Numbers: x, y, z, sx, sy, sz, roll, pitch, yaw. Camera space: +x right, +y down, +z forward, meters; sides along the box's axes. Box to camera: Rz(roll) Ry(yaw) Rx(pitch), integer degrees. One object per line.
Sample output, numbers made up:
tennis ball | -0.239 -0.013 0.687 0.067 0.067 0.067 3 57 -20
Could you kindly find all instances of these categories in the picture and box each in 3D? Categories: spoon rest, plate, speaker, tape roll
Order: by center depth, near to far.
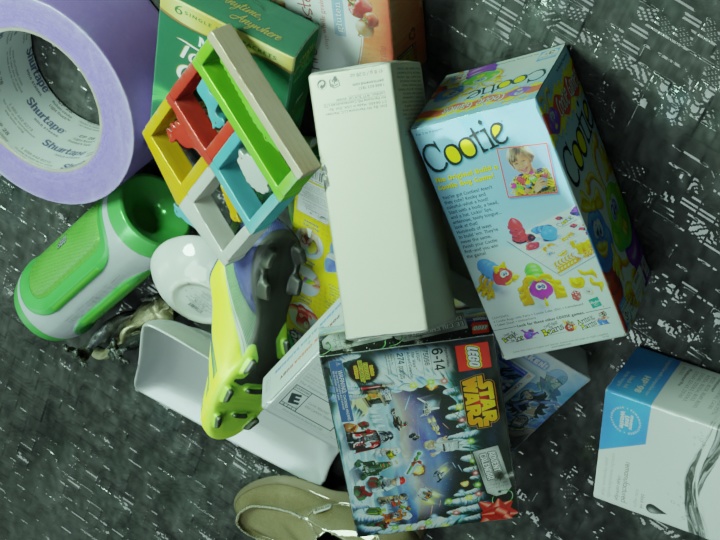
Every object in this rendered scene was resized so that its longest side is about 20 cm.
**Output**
tape roll | -0.253 -0.162 1.759 0.200 0.085 0.200 17 128 23
spoon rest | -0.094 0.035 1.787 0.200 0.061 0.099 38 135 -15
plate | -0.105 0.113 1.833 0.200 0.032 0.200 28 159 2
speaker | -0.234 -0.009 1.852 0.088 0.088 0.200 49 134 -4

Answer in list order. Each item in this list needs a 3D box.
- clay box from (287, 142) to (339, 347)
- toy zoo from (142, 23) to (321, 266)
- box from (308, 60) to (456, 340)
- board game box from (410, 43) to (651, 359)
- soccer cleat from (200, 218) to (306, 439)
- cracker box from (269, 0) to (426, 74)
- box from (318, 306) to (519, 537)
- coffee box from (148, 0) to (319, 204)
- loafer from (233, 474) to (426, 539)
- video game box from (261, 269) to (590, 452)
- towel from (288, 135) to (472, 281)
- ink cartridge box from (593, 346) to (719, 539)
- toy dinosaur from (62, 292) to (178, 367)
clay box | 0.000 0.000 1.690 0.115 0.048 0.200 26 132 23
toy zoo | -0.108 -0.087 1.597 0.131 0.020 0.200 58 147 8
box | 0.017 -0.053 1.530 0.068 0.082 0.200 -7 92 20
board game box | 0.131 -0.051 1.550 0.105 0.103 0.200 -12 114 26
soccer cleat | -0.098 0.044 1.705 0.084 0.065 0.200 37 121 43
cracker box | -0.052 -0.225 1.595 0.200 0.058 0.134 14 129 27
box | 0.049 0.123 1.642 0.137 0.040 0.200 -8 128 4
coffee box | -0.104 -0.143 1.628 0.123 0.044 0.200 29 146 9
loafer | -0.038 0.238 1.894 0.200 0.067 0.076 0 139 34
video game box | 0.052 0.087 1.668 0.200 0.047 0.182 31 123 -23
towel | 0.027 -0.043 1.695 0.200 0.031 0.149 9 123 33
ink cartridge box | 0.290 0.151 1.618 0.200 0.067 0.116 19 128 23
toy dinosaur | -0.217 0.058 1.885 0.200 0.088 0.047 -31 95 43
